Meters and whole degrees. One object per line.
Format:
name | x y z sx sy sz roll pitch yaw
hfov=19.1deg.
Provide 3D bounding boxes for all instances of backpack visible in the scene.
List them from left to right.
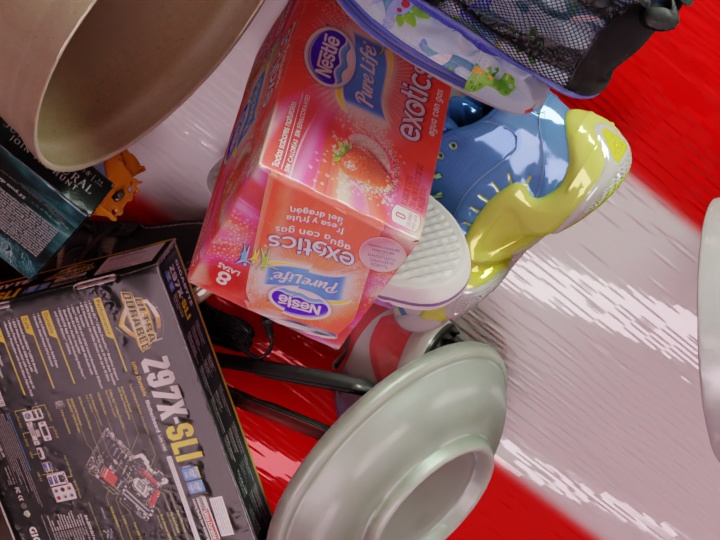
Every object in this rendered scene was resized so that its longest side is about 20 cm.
backpack | 0.060 -0.187 1.059 0.200 0.183 0.147 33 130 -10

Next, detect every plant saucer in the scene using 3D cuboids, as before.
plant saucer | 0.031 0.136 1.358 0.050 0.200 0.200 42 141 27

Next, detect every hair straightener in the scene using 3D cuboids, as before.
hair straightener | -0.072 0.052 1.384 0.200 0.077 0.041 18 179 32

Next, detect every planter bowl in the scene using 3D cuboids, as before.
planter bowl | -0.147 -0.172 1.138 0.135 0.200 0.200 42 134 13

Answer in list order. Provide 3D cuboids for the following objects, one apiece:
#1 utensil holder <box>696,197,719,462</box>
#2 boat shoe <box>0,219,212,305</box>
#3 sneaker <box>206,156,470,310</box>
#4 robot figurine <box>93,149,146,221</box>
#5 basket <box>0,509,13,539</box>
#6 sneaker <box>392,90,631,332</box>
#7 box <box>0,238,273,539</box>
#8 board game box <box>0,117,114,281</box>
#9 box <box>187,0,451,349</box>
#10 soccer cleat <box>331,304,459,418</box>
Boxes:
utensil holder | 0.301 0.031 1.208 0.200 0.170 0.170 -2 131 18
boat shoe | -0.173 0.000 1.364 0.200 0.072 0.065 -12 129 27
sneaker | 0.000 0.000 1.282 0.200 0.073 0.114 27 147 44
robot figurine | -0.223 -0.110 1.270 0.145 0.058 0.200 0 136 46
basket | -0.197 0.184 1.500 0.200 0.136 0.180 -6 139 24
sneaker | 0.066 -0.048 1.272 0.105 0.076 0.200 46 126 -5
box | -0.160 0.096 1.338 0.159 0.049 0.200 -15 106 15
board game box | -0.246 -0.082 1.242 0.200 0.028 0.135 39 153 -8
box | -0.016 -0.071 1.170 0.095 0.200 0.103 25 134 -11
soccer cleat | 0.011 0.091 1.414 0.073 0.068 0.200 31 139 16
